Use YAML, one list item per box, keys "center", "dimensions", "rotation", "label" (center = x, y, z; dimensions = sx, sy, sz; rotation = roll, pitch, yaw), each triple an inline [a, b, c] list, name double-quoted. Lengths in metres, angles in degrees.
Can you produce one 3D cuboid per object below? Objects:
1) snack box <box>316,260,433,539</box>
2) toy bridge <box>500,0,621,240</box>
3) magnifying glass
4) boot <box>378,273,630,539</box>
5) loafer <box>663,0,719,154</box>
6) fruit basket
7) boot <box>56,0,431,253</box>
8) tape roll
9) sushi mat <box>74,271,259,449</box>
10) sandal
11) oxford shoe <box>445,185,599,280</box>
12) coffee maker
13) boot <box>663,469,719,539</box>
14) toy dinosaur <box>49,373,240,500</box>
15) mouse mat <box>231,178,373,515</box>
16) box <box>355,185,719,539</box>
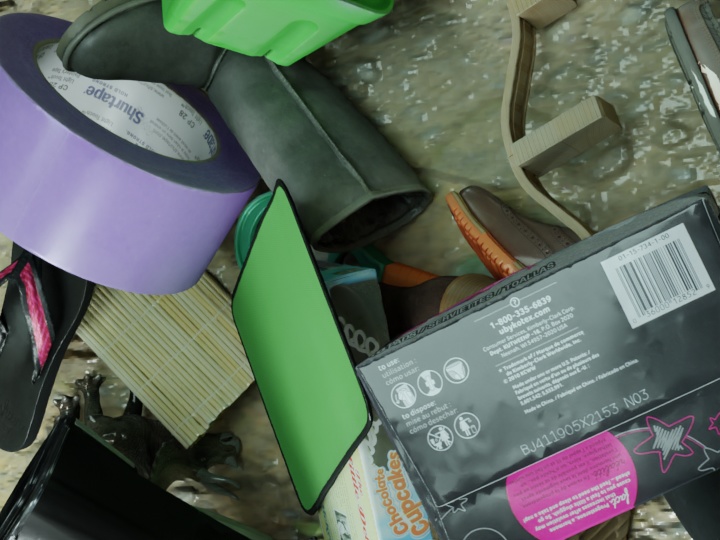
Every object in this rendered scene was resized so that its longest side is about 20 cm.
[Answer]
- center: [-0.005, 0.096, 1.095]
  dimensions: [0.116, 0.037, 0.201]
  rotation: [-171, 68, -69]
  label: "snack box"
- center: [0.119, -0.077, 1.039]
  dimensions: [0.067, 0.027, 0.201]
  rotation: [-29, 60, 27]
  label: "toy bridge"
- center: [0.000, 0.000, 1.154]
  dimensions: [0.199, 0.022, 0.080]
  rotation: [18, 104, 29]
  label: "magnifying glass"
- center: [0.076, 0.093, 1.090]
  dimensions: [0.166, 0.072, 0.201]
  rotation: [2, 115, 53]
  label: "boot"
- center: [0.234, -0.065, 0.983]
  dimensions: [0.063, 0.072, 0.201]
  rotation: [-25, 84, 14]
  label: "loafer"
- center: [-0.031, -0.250, 1.076]
  dimensions: [0.215, 0.155, 0.217]
  rotation: [-29, 55, 52]
  label: "fruit basket"
- center: [-0.074, -0.093, 1.121]
  dimensions: [0.201, 0.181, 0.073]
  rotation: [62, 151, 17]
  label: "boot"
- center: [-0.170, -0.078, 1.157]
  dimensions: [0.200, 0.200, 0.085]
  rotation: [44, 113, 24]
  label: "tape roll"
- center: [-0.149, 0.026, 1.235]
  dimensions: [0.096, 0.012, 0.200]
  rotation: [-46, 66, -2]
  label: "sushi mat"
- center: [-0.236, 0.038, 1.235]
  dimensions: [0.075, 0.045, 0.201]
  rotation: [28, 110, 31]
  label: "sandal"
- center: [0.133, 0.003, 1.054]
  dimensions: [0.073, 0.071, 0.200]
  rotation: [-47, 63, -4]
  label: "oxford shoe"
- center: [-0.133, 0.195, 1.105]
  dimensions: [0.200, 0.192, 0.135]
  rotation: [29, 89, -11]
  label: "coffee maker"
- center: [0.185, 0.152, 0.934]
  dimensions: [0.165, 0.200, 0.066]
  rotation: [46, 114, 23]
  label: "boot"
- center: [-0.183, 0.137, 1.246]
  dimensions: [0.199, 0.077, 0.103]
  rotation: [-25, 65, 27]
  label: "toy dinosaur"
- center: [-0.040, 0.052, 1.093]
  dimensions: [0.200, 0.008, 0.161]
  rotation: [120, 132, -62]
  label: "mouse mat"
- center: [0.120, 0.055, 0.934]
  dimensions: [0.199, 0.115, 0.133]
  rotation: [-27, 89, 13]
  label: "box"
